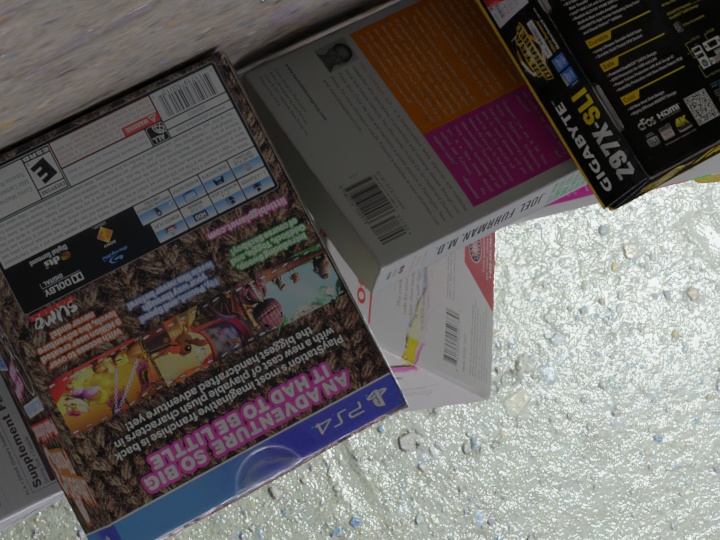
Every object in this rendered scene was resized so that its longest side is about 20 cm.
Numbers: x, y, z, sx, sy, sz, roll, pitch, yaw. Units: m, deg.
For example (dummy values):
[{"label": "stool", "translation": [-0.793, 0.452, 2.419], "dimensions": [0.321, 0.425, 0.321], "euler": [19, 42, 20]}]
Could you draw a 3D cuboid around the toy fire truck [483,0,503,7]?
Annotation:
[{"label": "toy fire truck", "translation": [0.150, -0.200, 1.061], "dimensions": [0.200, 0.049, 0.141], "euler": [-28, 179, -31]}]

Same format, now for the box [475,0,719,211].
[{"label": "box", "translation": [0.171, -0.142, 1.218], "dimensions": [0.200, 0.160, 0.049], "euler": [-28, 171, -33]}]

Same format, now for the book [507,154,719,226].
[{"label": "book", "translation": [0.119, -0.101, 1.350], "dimensions": [0.199, 0.134, 0.048], "euler": [-13, -162, 37]}]

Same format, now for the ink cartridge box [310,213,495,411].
[{"label": "ink cartridge box", "translation": [0.000, 0.000, 1.300], "dimensions": [0.067, 0.117, 0.200], "euler": [-9, 157, 33]}]

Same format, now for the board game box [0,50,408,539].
[{"label": "board game box", "translation": [-0.099, 0.021, 1.116], "dimensions": [0.159, 0.201, 0.097], "euler": [-27, 178, -17]}]

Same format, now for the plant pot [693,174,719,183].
[{"label": "plant pot", "translation": [0.234, -0.137, 1.389], "dimensions": [0.142, 0.200, 0.200], "euler": [-38, 177, 9]}]

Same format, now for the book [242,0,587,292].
[{"label": "book", "translation": [0.052, -0.085, 1.213], "dimensions": [0.199, 0.134, 0.048], "euler": [-26, 158, -26]}]

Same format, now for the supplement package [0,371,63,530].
[{"label": "supplement package", "translation": [-0.220, 0.068, 1.275], "dimensions": [0.111, 0.156, 0.200], "euler": [-25, 177, -21]}]
